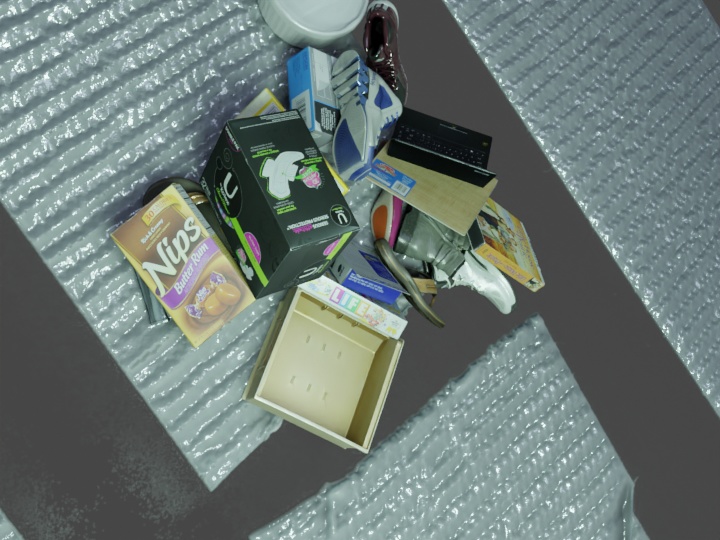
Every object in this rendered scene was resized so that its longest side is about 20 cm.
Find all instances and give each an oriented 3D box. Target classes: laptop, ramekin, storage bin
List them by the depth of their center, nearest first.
[{"bbox_3d":[-0.055,0.150,1.218,0.197,0.093,0.203,28,69,-16],"label":"storage bin"},{"bbox_3d":[0.140,-0.216,1.280,0.173,0.104,0.203,19,50,-1],"label":"laptop"},{"bbox_3d":[-0.089,-0.480,1.343,0.197,0.094,0.209,6,75,-23],"label":"ramekin"}]

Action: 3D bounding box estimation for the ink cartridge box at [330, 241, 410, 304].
[{"bbox_3d":[0.000,0.000,1.224,0.098,0.200,0.040,22,103,-23],"label":"ink cartridge box"}]

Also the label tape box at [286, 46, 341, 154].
[{"bbox_3d":[-0.028,-0.267,1.297,0.197,0.062,0.148,10,69,-45],"label":"label tape box"}]

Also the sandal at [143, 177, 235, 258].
[{"bbox_3d":[-0.239,-0.076,1.158,0.197,0.055,0.083,31,99,9],"label":"sandal"}]

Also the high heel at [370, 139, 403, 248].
[{"bbox_3d":[0.073,-0.124,1.358,0.094,0.067,0.206,12,79,-36],"label":"high heel"}]

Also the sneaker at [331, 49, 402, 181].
[{"bbox_3d":[0.019,-0.240,1.231,0.113,0.080,0.205,14,66,-41],"label":"sneaker"}]

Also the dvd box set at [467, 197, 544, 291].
[{"bbox_3d":[0.245,-0.060,1.367,0.198,0.029,0.149,29,39,-41],"label":"dvd box set"}]

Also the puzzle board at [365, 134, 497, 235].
[{"bbox_3d":[0.117,-0.152,1.303,0.197,0.018,0.152,30,52,10],"label":"puzzle board"}]

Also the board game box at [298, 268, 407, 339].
[{"bbox_3d":[-0.026,0.028,1.238,0.197,0.135,0.035,29,101,-17],"label":"board game box"}]

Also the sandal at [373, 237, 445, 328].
[{"bbox_3d":[0.092,0.018,1.301,0.054,0.082,0.202,-38,109,-5],"label":"sandal"}]

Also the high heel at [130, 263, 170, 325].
[{"bbox_3d":[-0.244,-0.015,1.177,0.195,0.071,0.146,-17,92,-18],"label":"high heel"}]

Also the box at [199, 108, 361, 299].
[{"bbox_3d":[-0.117,-0.092,1.082,0.122,0.149,0.203,-17,71,-35],"label":"box"}]

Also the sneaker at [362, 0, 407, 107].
[{"bbox_3d":[0.033,-0.348,1.325,0.073,0.116,0.205,-4,115,13],"label":"sneaker"}]

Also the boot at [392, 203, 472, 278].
[{"bbox_3d":[0.141,-0.089,1.347,0.128,0.068,0.204,21,65,-2],"label":"boot"}]

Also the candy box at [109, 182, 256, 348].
[{"bbox_3d":[-0.248,-0.007,1.109,0.116,0.056,0.202,-36,96,2],"label":"candy box"}]

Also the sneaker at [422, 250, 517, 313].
[{"bbox_3d":[0.181,0.020,1.377,0.115,0.076,0.201,-40,88,-19],"label":"sneaker"}]

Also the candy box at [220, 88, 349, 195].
[{"bbox_3d":[-0.116,-0.169,1.204,0.102,0.026,0.201,-38,96,12],"label":"candy box"}]
